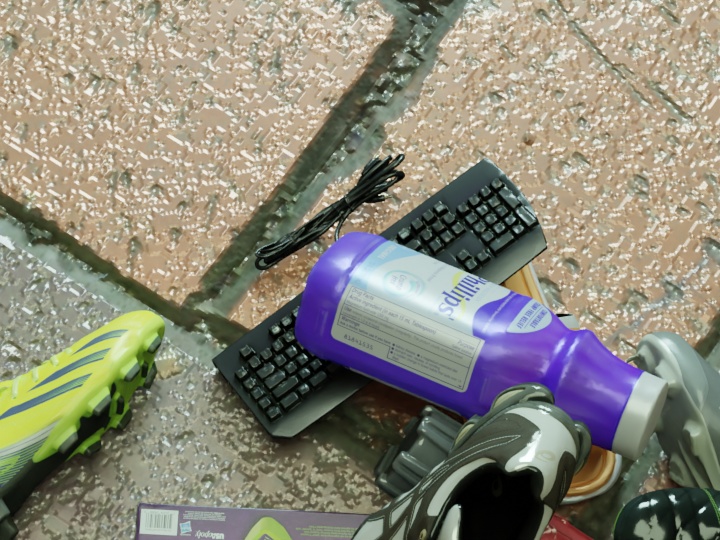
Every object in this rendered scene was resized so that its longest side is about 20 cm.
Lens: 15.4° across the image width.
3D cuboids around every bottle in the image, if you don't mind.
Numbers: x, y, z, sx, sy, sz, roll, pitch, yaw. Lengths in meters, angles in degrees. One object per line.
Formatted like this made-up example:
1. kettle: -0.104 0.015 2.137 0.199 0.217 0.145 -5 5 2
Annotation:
1. bottle: 0.067 0.044 1.449 0.200 0.065 0.084 23 27 14

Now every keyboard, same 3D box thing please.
1. keyboard: 0.000 0.000 1.534 0.200 0.021 0.127 -36 54 -8

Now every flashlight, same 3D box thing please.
1. flashlight: 0.106 0.145 1.439 0.200 0.068 0.068 35 96 -6

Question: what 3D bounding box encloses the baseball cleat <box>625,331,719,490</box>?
1. baseball cleat: 0.233 0.112 1.495 0.106 0.070 0.200 -24 78 -19

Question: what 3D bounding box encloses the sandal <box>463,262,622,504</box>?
1. sandal: 0.084 0.036 1.521 0.079 0.059 0.207 -19 67 -11

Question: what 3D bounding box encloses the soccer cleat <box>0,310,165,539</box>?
1. soccer cleat: -0.191 0.083 1.484 0.084 0.065 0.200 38 69 17

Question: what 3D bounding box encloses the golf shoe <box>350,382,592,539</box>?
1. golf shoe: 0.039 0.147 1.373 0.078 0.095 0.200 33 111 -2

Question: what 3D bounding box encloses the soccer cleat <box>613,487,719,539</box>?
1. soccer cleat: 0.231 0.158 1.395 0.200 0.081 0.068 20 72 -11

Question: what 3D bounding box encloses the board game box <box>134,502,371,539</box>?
1. board game box: -0.027 0.192 1.460 0.200 0.032 0.120 3 62 -1
